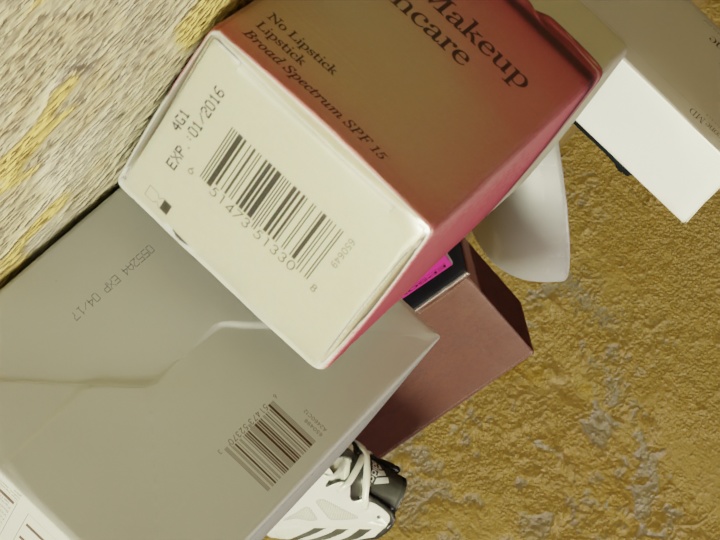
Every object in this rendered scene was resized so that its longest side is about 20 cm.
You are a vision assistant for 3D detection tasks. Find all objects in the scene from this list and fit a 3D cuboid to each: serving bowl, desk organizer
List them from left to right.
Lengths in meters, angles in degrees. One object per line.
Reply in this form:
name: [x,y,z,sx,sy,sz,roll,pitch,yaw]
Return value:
desk organizer: [0.008,0.065,1.319,0.200,0.077,0.072,-36,-154,14]
serving bowl: [0.096,-0.086,1.435,0.066,0.201,0.200,-9,174,-1]

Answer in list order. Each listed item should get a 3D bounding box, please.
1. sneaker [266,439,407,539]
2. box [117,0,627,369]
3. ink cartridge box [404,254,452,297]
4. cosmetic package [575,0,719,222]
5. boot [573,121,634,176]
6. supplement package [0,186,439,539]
sneaker: [-0.024,0.097,1.224,0.201,0.115,0.076,100,-2,-51]
box: [0.010,-0.071,0.923,0.200,0.128,0.109,-43,173,-47]
ink cartridge box: [0.000,0.000,1.173,0.095,0.037,0.200,-34,169,3]
cosmetic package: [0.117,-0.123,1.008,0.083,0.200,0.051,-43,175,-44]
boot: [0.121,-0.128,1.204,0.076,0.168,0.200,-49,175,17]
supplement package: [-0.093,0.061,0.936,0.200,0.156,0.111,-44,175,-32]
